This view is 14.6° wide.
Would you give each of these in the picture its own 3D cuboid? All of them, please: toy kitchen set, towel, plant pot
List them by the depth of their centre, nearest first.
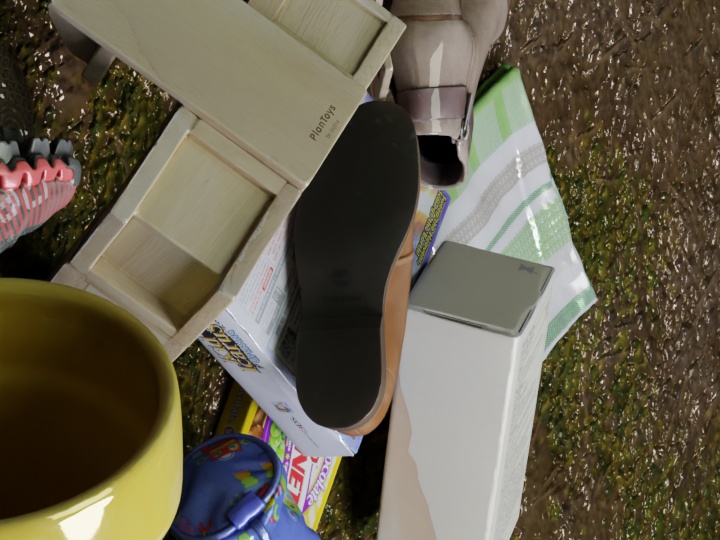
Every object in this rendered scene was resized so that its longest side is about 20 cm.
[{"bbox_3d":[-0.187,0.136,1.431,0.201,0.200,0.190,-44,145,-42],"label":"plant pot"},{"bbox_3d":[-0.115,-0.077,1.527,0.163,0.180,0.200,36,60,-7],"label":"toy kitchen set"},{"bbox_3d":[0.097,-0.020,1.923,0.149,0.031,0.201,-49,132,-39],"label":"towel"}]

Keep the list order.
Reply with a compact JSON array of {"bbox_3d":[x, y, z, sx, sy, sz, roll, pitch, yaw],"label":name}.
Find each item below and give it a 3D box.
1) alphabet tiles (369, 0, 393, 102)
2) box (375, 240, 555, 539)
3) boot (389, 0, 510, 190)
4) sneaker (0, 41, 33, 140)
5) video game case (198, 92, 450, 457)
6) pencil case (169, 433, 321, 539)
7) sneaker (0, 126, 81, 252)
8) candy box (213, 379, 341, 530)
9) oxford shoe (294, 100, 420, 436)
[{"bbox_3d":[-0.004,-0.186,1.653,0.200,0.006,0.167,107,-30,-83],"label":"alphabet tiles"},{"bbox_3d":[0.066,0.093,1.792,0.095,0.077,0.201,-55,156,-56],"label":"box"},{"bbox_3d":[0.052,-0.122,1.766,0.200,0.070,0.147,43,45,-67],"label":"boot"},{"bbox_3d":[-0.226,-0.045,1.446,0.201,0.075,0.071,-80,149,-46],"label":"sneaker"},{"bbox_3d":[-0.034,-0.020,1.697,0.181,0.045,0.201,49,49,-38],"label":"video game case"},{"bbox_3d":[-0.041,0.187,1.671,0.078,0.087,0.200,-45,128,-15],"label":"pencil case"},{"bbox_3d":[-0.208,-0.012,1.325,0.200,0.071,0.098,-22,114,-50],"label":"sneaker"},{"bbox_3d":[-0.055,0.122,1.735,0.102,0.026,0.201,40,63,-49],"label":"candy box"},{"bbox_3d":[0.000,0.000,1.663,0.071,0.071,0.201,41,56,-70],"label":"oxford shoe"}]
